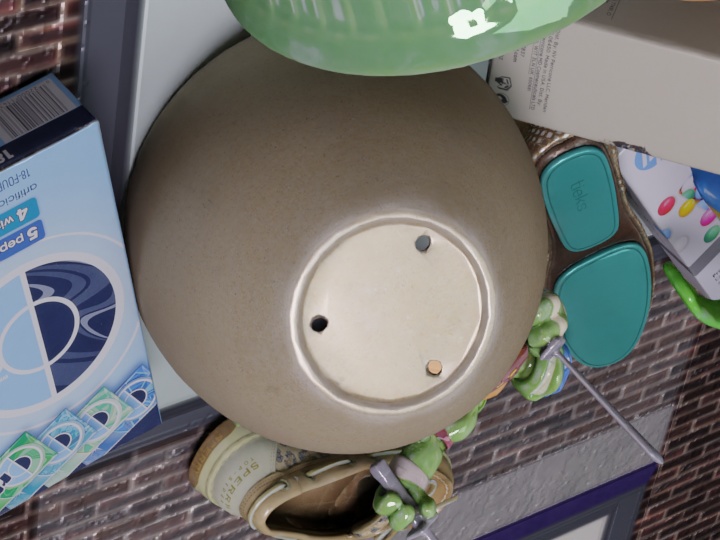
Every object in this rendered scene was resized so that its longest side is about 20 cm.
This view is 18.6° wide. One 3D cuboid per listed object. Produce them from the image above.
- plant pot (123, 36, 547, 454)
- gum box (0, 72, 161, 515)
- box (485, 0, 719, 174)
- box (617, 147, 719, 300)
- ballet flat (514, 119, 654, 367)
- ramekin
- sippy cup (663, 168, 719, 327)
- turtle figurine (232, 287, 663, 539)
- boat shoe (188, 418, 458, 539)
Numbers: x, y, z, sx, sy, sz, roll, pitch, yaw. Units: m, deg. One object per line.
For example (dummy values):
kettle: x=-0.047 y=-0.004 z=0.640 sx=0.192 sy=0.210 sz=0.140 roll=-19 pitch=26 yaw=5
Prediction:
plant pot: x=0.000 y=0.000 z=0.978 sx=0.198 sy=0.135 sz=0.202 roll=-4 pitch=108 yaw=-11
gum box: x=-0.182 y=0.033 z=0.979 sx=0.169 sy=0.045 sz=0.201 roll=-30 pitch=140 yaw=-21
box: x=0.165 y=-0.098 z=1.064 sx=0.082 sy=0.198 sz=0.069 roll=-60 pitch=163 yaw=-48
box: x=0.219 y=-0.083 z=1.267 sx=0.156 sy=0.041 sz=0.200 roll=-46 pitch=143 yaw=-1
ballet flat: x=0.119 y=-0.027 z=1.199 sx=0.070 sy=0.066 sz=0.201 roll=-19 pitch=141 yaw=-4
ramekin: x=0.024 y=-0.179 z=0.860 sx=0.199 sy=0.200 sz=0.098 roll=-35 pitch=135 yaw=-14
sippy cup: x=0.247 y=-0.050 z=1.183 sx=0.130 sy=0.139 sz=0.179 roll=32 pitch=76 yaw=-42
turtle figurine: x=0.040 y=0.066 z=1.123 sx=0.192 sy=0.202 sz=0.144 roll=13 pitch=151 yaw=-25
boat shoe: x=-0.010 y=0.125 z=1.220 sx=0.199 sy=0.063 sz=0.074 roll=8 pitch=118 yaw=-48
